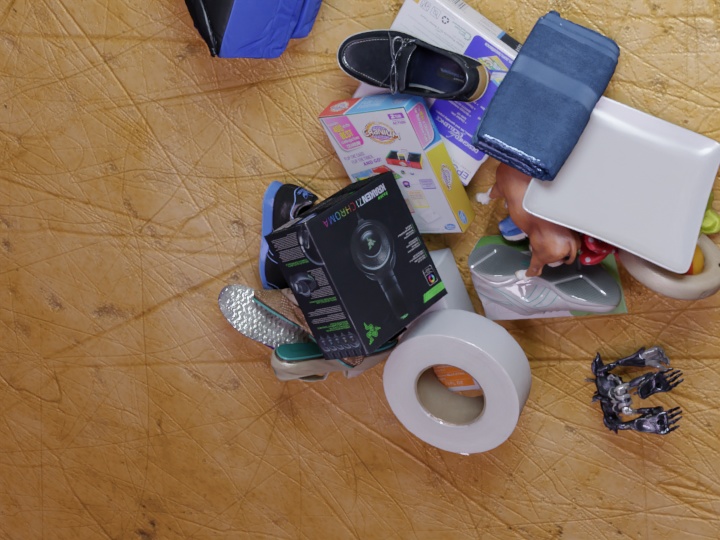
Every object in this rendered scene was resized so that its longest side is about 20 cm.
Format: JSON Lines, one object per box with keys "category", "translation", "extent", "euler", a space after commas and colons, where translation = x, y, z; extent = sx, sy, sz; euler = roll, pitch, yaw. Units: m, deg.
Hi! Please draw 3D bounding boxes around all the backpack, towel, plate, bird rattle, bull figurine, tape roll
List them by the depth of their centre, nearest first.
{"category": "towel", "translation": [0.216, -0.201, 1.215], "extent": [0.111, 0.200, 0.049], "euler": [28, 159, 7]}
{"category": "plate", "translation": [0.305, -0.104, 1.224], "extent": [0.199, 0.200, 0.032], "euler": [22, 151, 6]}
{"category": "bird rattle", "translation": [0.357, -0.031, 1.246], "extent": [0.163, 0.199, 0.113], "euler": [57, 137, 41]}
{"category": "bull figurine", "translation": [0.202, -0.087, 1.278], "extent": [0.122, 0.065, 0.201], "euler": [120, 134, -59]}
{"category": "backpack", "translation": [-0.147, -0.377, 1.314], "extent": [0.200, 0.167, 0.163], "euler": [54, 133, 31]}
{"category": "tape roll", "translation": [0.135, 0.157, 1.470], "extent": [0.202, 0.071, 0.203], "euler": [12, 124, 19]}

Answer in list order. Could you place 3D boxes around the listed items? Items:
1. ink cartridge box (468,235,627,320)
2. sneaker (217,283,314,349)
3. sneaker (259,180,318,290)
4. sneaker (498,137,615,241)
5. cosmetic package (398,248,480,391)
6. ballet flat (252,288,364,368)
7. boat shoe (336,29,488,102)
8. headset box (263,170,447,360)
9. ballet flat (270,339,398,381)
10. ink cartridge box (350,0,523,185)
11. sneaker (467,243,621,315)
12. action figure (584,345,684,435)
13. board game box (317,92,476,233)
{"category": "ink cartridge box", "translation": [0.256, 0.005, 1.407], "extent": [0.199, 0.059, 0.104], "euler": [-4, 117, 30]}
{"category": "sneaker", "translation": [-0.141, 0.091, 1.648], "extent": [0.200, 0.070, 0.099], "euler": [32, 167, -12]}
{"category": "sneaker", "translation": [-0.102, -0.035, 1.566], "extent": [0.078, 0.070, 0.201], "euler": [18, 126, 23]}
{"category": "sneaker", "translation": [0.243, -0.109, 1.342], "extent": [0.200, 0.078, 0.089], "euler": [-43, 75, 43]}
{"category": "cosmetic package", "translation": [0.110, 0.076, 1.523], "extent": [0.101, 0.071, 0.201], "euler": [-10, 114, 33]}
{"category": "ballet flat", "translation": [-0.068, 0.067, 1.553], "extent": [0.200, 0.070, 0.065], "euler": [33, 97, 15]}
{"category": "boat shoe", "translation": [0.057, -0.250, 1.279], "extent": [0.199, 0.062, 0.075], "euler": [19, 105, 21]}
{"category": "headset box", "translation": [0.000, 0.000, 1.374], "extent": [0.093, 0.174, 0.201], "euler": [-12, 106, 49]}
{"category": "ballet flat", "translation": [-0.039, 0.135, 1.594], "extent": [0.199, 0.070, 0.070], "euler": [-4, 125, -13]}
{"category": "ink cartridge box", "translation": [0.109, -0.239, 1.338], "extent": [0.198, 0.043, 0.200], "euler": [37, 132, 3]}
{"category": "sneaker", "translation": [0.238, 0.022, 1.354], "extent": [0.199, 0.071, 0.080], "euler": [13, 140, 24]}
{"category": "action figure", "translation": [0.374, 0.167, 1.412], "extent": [0.102, 0.200, 0.119], "euler": [-9, 92, -8]}
{"category": "board game box", "translation": [0.050, -0.138, 1.398], "extent": [0.153, 0.040, 0.200], "euler": [1, 130, 41]}
